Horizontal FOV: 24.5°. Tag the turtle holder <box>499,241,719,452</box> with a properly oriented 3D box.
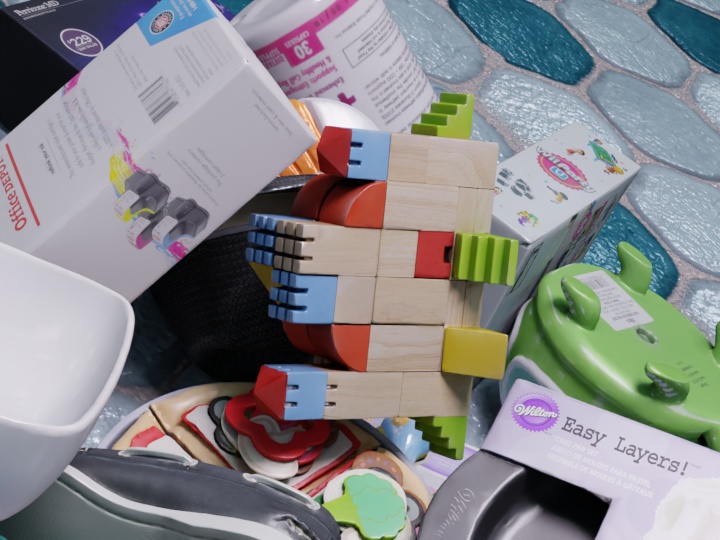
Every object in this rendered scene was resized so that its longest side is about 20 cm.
[{"bbox_3d":[0.175,0.085,1.071,0.184,0.132,0.141,31,29,-1],"label":"turtle holder"}]

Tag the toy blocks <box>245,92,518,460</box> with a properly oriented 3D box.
[{"bbox_3d":[0.000,0.000,0.894,0.136,0.202,0.100,3,6,-36],"label":"toy blocks"}]

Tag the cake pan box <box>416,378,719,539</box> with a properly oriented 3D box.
[{"bbox_3d":[0.124,0.162,0.820,0.198,0.053,0.185,21,52,19],"label":"cake pan box"}]

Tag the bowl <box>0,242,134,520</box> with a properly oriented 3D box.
[{"bbox_3d":[-0.209,0.038,0.727,0.198,0.075,0.200,21,15,-6],"label":"bowl"}]

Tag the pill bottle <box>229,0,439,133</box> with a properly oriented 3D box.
[{"bbox_3d":[-0.002,-0.101,1.133,0.201,0.113,0.114,58,25,-19],"label":"pill bottle"}]

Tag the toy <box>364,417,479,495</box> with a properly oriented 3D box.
[{"bbox_3d":[0.022,0.134,0.948,0.114,0.047,0.201,24,31,-8],"label":"toy"}]

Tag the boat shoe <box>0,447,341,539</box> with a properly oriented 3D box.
[{"bbox_3d":[-0.107,0.121,0.796,0.198,0.076,0.060,16,25,15],"label":"boat shoe"}]

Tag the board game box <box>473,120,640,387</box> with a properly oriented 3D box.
[{"bbox_3d":[0.099,-0.005,1.123,0.064,0.148,0.200,36,30,15],"label":"board game box"}]

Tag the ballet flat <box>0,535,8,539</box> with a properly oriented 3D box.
[{"bbox_3d":[-0.163,0.155,0.744,0.199,0.068,0.063,25,53,-7],"label":"ballet flat"}]

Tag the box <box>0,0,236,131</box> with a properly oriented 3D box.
[{"bbox_3d":[-0.152,-0.131,1.157,0.141,0.079,0.200,35,31,13],"label":"box"}]

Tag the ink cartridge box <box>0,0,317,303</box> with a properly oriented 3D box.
[{"bbox_3d":[-0.133,-0.049,0.886,0.068,0.200,0.115,47,5,-37],"label":"ink cartridge box"}]

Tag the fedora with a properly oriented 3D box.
[{"bbox_3d":[-0.054,0.013,0.985,0.199,0.200,0.093,-1,72,-42],"label":"fedora"}]

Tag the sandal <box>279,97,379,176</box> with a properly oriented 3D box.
[{"bbox_3d":[-0.082,-0.054,1.066,0.205,0.059,0.080,-14,79,-6],"label":"sandal"}]

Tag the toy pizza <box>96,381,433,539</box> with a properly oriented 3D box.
[{"bbox_3d":[-0.048,0.127,0.865,0.198,0.032,0.201,10,41,-9],"label":"toy pizza"}]
